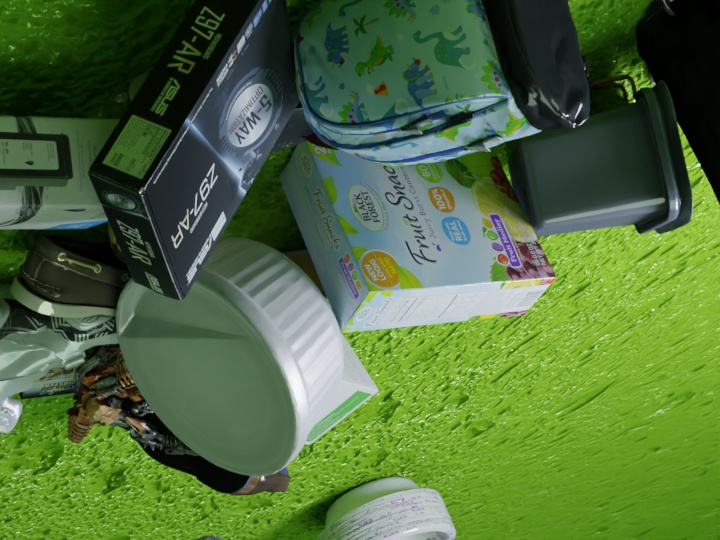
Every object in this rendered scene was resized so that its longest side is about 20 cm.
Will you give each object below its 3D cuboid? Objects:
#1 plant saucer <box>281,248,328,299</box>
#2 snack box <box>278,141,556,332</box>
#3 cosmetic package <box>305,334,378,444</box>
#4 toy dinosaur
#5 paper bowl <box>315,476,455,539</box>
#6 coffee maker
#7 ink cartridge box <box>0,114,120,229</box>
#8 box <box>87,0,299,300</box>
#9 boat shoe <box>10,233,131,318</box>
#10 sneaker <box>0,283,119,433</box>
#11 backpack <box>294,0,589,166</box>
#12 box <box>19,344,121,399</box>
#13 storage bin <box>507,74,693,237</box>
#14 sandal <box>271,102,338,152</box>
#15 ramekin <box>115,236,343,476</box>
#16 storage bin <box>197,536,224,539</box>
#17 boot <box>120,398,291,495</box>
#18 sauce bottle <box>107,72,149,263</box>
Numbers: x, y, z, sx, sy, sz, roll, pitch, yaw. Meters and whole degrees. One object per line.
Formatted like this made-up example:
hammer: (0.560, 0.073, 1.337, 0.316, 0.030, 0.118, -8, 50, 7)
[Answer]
plant saucer: (0.000, 0.000, 1.349, 0.198, 0.049, 0.199, -6, 180, -31)
snack box: (0.050, -0.038, 1.255, 0.198, 0.170, 0.068, -6, 148, -31)
cosmetic package: (-0.074, 0.114, 1.489, 0.107, 0.085, 0.200, -38, 161, 12)
toy dinosaur: (-0.220, 0.114, 1.365, 0.135, 0.103, 0.199, 20, 162, -34)
paper bowl: (0.029, 0.370, 2.049, 0.199, 0.105, 0.201, -17, 152, -9)
coffee maker: (0.325, -0.143, 1.239, 0.134, 0.201, 0.191, -38, 149, 26)
ink cartridge box: (-0.267, -0.068, 1.025, 0.198, 0.069, 0.116, -2, 174, -35)
box: (-0.112, -0.100, 1.021, 0.161, 0.043, 0.201, 83, 32, -62)
boat shoe: (-0.211, 0.002, 1.245, 0.199, 0.072, 0.060, 4, 117, -50)
sneaker: (-0.288, 0.075, 1.263, 0.198, 0.075, 0.116, 0, 116, -28)
backpack: (0.048, -0.157, 1.063, 0.199, 0.165, 0.153, -18, 168, 43)
box: (-0.228, 0.074, 1.394, 0.198, 0.035, 0.110, -4, 148, -32)
storage bin: (0.209, -0.096, 1.306, 0.133, 0.147, 0.200, -11, 177, 0)
sandal: (-0.014, -0.124, 1.183, 0.199, 0.048, 0.076, -18, 153, -8)
ramekin: (-0.103, 0.064, 1.202, 0.094, 0.202, 0.203, -41, 169, -40)
storage bin: (-0.218, 0.465, 2.048, 0.134, 0.094, 0.200, -27, 152, 9)
boot: (-0.160, 0.176, 1.470, 0.075, 0.199, 0.097, -58, 146, 2)
sauce bottle: (-0.167, -0.077, 1.134, 0.064, 0.065, 0.200, -12, 153, -19)
